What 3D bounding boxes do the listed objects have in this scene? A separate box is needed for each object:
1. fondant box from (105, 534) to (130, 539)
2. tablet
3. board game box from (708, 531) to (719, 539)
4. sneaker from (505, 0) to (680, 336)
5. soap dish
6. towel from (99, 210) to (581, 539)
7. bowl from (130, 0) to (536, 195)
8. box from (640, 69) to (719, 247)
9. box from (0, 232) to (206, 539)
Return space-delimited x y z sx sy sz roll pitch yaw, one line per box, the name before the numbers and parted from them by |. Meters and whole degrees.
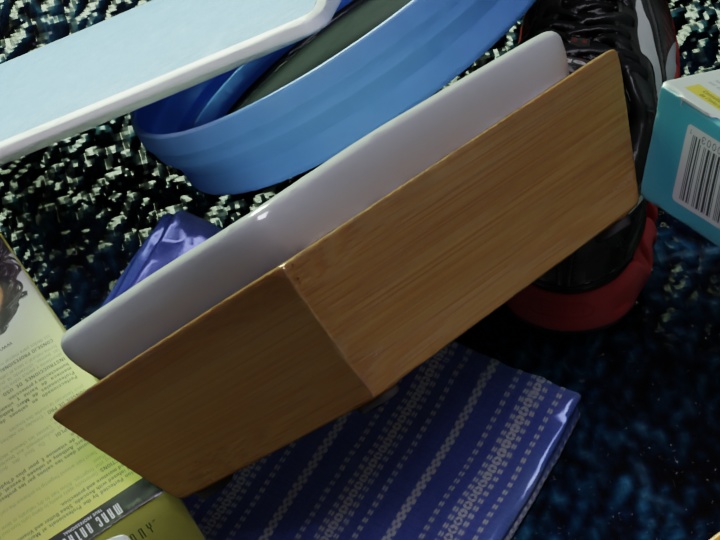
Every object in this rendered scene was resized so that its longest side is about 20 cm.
fondant box | -0.146 0.198 0.994 0.200 0.058 0.144 -22 55 15
tablet | -0.094 -0.087 1.156 0.200 0.014 0.130 -20 21 17
board game box | 0.149 0.220 0.908 0.200 0.200 0.200 -35 61 -17
sneaker | 0.094 -0.077 1.163 0.071 0.098 0.201 3 57 9
soap dish | 0.000 0.000 1.040 0.200 0.157 0.081 -34 92 -42
towel | -0.029 0.066 1.127 0.200 0.024 0.145 25 64 19
bowl | -0.003 -0.102 1.154 0.201 0.039 0.201 -31 19 12
box | 0.208 -0.050 1.069 0.200 0.049 0.082 -14 35 -36
box | -0.141 0.051 1.109 0.075 0.050 0.200 -34 53 -7
